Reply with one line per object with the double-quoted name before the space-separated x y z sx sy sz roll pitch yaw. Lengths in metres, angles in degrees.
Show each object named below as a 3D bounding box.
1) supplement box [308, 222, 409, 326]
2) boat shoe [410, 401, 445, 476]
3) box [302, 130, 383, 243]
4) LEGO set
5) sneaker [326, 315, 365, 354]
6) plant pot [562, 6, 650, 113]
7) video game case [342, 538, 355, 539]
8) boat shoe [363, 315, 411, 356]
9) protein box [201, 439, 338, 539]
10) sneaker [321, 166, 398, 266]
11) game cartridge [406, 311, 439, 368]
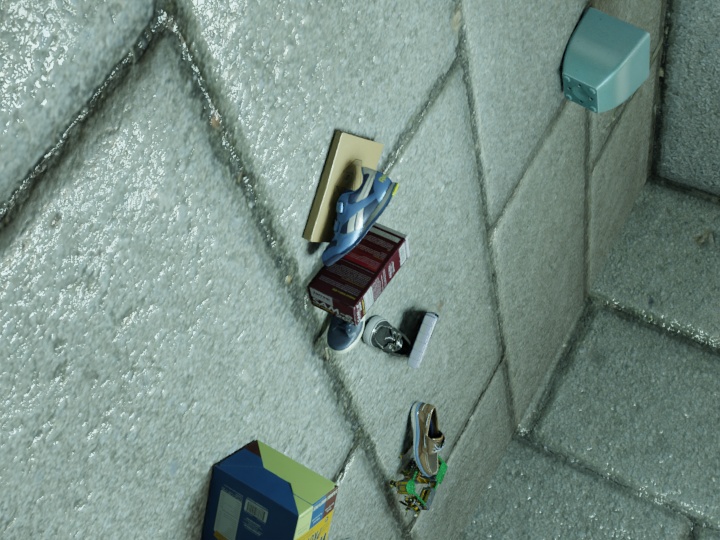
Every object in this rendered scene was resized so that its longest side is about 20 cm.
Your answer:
"supplement box" 0.000 0.000 1.865 0.201 0.108 0.061 -51 151 -30
"boat shoe" 0.182 0.448 2.553 0.072 0.071 0.204 -24 106 -48
"box" -0.030 -0.148 1.786 0.163 0.021 0.203 0 110 -63
"LEGO set" 0.140 0.557 2.636 0.154 0.115 0.202 43 53 -34
"sneaker" -0.020 0.063 1.923 0.085 0.074 0.203 67 41 -59
"plant pot" 0.654 -0.554 2.661 0.201 0.195 0.196 -51 152 -11
"video game case" -0.089 0.767 2.409 0.182 0.022 0.203 21 91 -65
"boat shoe" 0.066 0.157 2.174 0.071 0.065 0.200 -63 155 -9
"protein box" -0.170 0.462 1.787 0.134 0.196 0.203 -22 130 -56
"sneaker" -0.015 -0.098 1.759 0.201 0.082 0.074 -52 -176 8
"game cartridge" 0.151 0.163 2.322 0.131 0.038 0.200 -65 174 2
